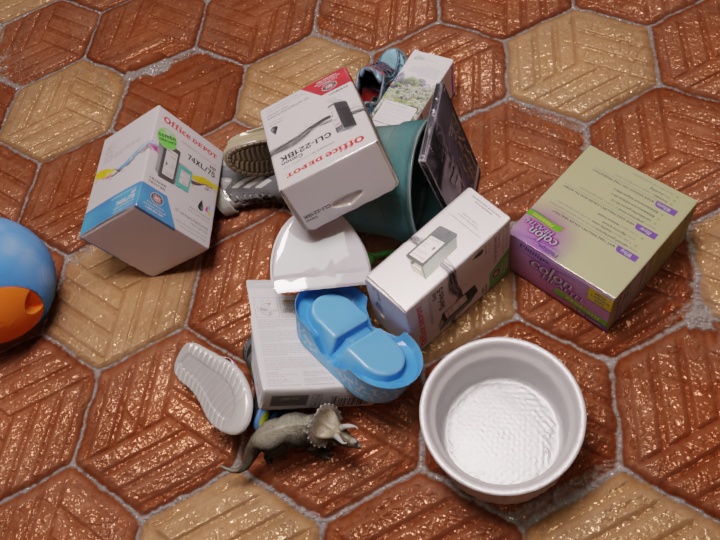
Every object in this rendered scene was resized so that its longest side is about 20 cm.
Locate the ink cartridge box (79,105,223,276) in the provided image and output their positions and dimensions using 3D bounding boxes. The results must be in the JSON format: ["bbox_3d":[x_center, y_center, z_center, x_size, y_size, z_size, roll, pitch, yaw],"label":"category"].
[{"bbox_3d":[-0.332,-0.126,1.156,0.146,0.147,0.201,-21,52,32],"label":"ink cartridge box"}]

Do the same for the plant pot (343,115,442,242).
[{"bbox_3d":[0.023,-0.139,1.098,0.195,0.200,0.201,7,60,24],"label":"plant pot"}]

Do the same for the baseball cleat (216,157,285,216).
[{"bbox_3d":[-0.180,-0.127,1.210,0.199,0.070,0.107,24,80,29],"label":"baseball cleat"}]

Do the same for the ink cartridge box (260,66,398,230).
[{"bbox_3d":[-0.047,-0.170,0.983,0.144,0.084,0.201,-26,45,7],"label":"ink cartridge box"}]

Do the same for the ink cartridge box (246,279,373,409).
[{"bbox_3d":[-0.074,0.100,1.002,0.162,0.057,0.200,1,40,-19],"label":"ink cartridge box"}]

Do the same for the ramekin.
[{"bbox_3d":[0.178,0.195,0.903,0.199,0.098,0.201,-5,58,8],"label":"ramekin"}]

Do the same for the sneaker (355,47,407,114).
[{"bbox_3d":[0.037,-0.332,1.263,0.079,0.096,0.201,12,62,18],"label":"sneaker"}]

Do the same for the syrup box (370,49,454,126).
[{"bbox_3d":[0.086,-0.278,1.227,0.078,0.082,0.200,22,65,21],"label":"syrup box"}]

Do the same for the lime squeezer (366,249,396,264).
[{"bbox_3d":[0.000,0.000,1.099,0.200,0.038,0.071,-36,58,-12],"label":"lime squeezer"}]

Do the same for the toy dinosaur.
[{"bbox_3d":[-0.094,0.217,0.944,0.199,0.102,0.077,-7,57,6],"label":"toy dinosaur"}]

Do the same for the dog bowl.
[{"bbox_3d":[-0.008,0.097,0.957,0.200,0.050,0.111,41,46,24],"label":"dog bowl"}]

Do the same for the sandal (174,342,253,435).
[{"bbox_3d":[-0.199,0.161,1.021,0.202,0.050,0.083,35,98,44],"label":"sandal"}]

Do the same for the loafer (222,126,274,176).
[{"bbox_3d":[-0.130,-0.212,1.168,0.199,0.076,0.068,-15,48,-14],"label":"loafer"}]

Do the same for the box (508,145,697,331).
[{"bbox_3d":[0.340,-0.049,1.022,0.176,0.097,0.200,36,71,28],"label":"box"}]

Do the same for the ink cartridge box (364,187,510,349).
[{"bbox_3d":[0.114,0.004,1.007,0.200,0.146,0.084,-40,61,-13],"label":"ink cartridge box"}]

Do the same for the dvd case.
[{"bbox_3d":[0.139,-0.156,1.071,0.016,0.200,0.149,-2,57,26],"label":"dvd case"}]

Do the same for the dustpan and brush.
[{"bbox_3d":[-0.064,-0.067,1.011,0.139,0.057,0.201,-5,78,-6],"label":"dustpan and brush"}]

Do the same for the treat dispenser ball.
[{"bbox_3d":[-0.583,0.016,1.114,0.200,0.201,0.202,-5,57,9],"label":"treat dispenser ball"}]

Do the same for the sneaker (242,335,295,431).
[{"bbox_3d":[-0.130,0.139,1.029,0.082,0.071,0.201,-12,55,24],"label":"sneaker"}]
